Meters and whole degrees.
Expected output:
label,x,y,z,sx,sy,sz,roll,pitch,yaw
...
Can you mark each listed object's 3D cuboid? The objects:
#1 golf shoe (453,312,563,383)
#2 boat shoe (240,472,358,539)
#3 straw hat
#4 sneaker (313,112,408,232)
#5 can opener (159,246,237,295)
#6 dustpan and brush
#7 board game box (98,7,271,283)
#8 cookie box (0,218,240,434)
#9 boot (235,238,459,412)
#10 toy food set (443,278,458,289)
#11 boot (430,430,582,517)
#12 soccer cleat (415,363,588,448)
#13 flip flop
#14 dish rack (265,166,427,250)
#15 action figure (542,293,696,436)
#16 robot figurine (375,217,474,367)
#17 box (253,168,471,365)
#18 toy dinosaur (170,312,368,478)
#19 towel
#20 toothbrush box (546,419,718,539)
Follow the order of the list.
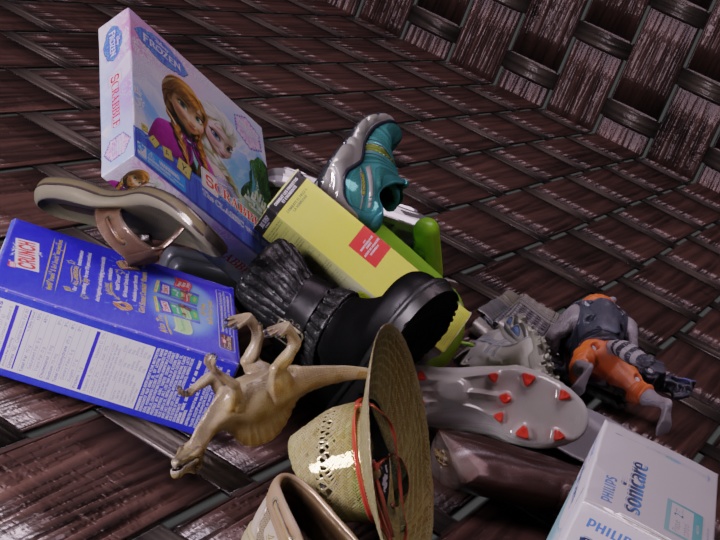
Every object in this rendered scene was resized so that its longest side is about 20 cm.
label,x,y,z,sx,sy,sz,roll,pitch,yaw
golf shoe,0.142,0.103,1.411,0.097,0.079,0.200,-22,7,-1
boat shoe,-0.010,0.209,0.953,0.071,0.065,0.200,4,26,-45
straw hat,-0.008,0.141,1.066,0.084,0.203,0.201,-8,12,14
sneaker,0.007,-0.088,1.387,0.079,0.078,0.200,34,30,-3
can opener,-0.101,0.003,1.450,0.199,0.067,0.053,8,19,-25
dustpan and brush,0.206,0.162,1.394,0.199,0.058,0.140,29,6,-1
board game box,-0.156,-0.110,1.324,0.200,0.041,0.201,40,28,-41
cookie box,-0.204,0.043,1.177,0.199,0.076,0.171,19,16,-13
boot,-0.020,0.026,1.207,0.079,0.211,0.158,-25,71,-41
toy food set,0.004,-0.033,1.679,0.143,0.061,0.200,8,22,-40
boot,0.158,0.192,1.206,0.199,0.065,0.186,21,4,-17
soccer cleat,0.104,0.117,1.300,0.198,0.070,0.078,8,-8,5
flip flop,-0.195,-0.034,1.203,0.199,0.058,0.081,12,-22,27
dish rack,-0.029,-0.038,1.490,0.198,0.172,0.044,17,58,-11
action figure,0.280,0.088,1.522,0.198,0.105,0.194,12,27,-12
robot figurine,0.016,0.028,1.389,0.200,0.116,0.175,42,53,4
box,0.000,0.000,1.286,0.200,0.050,0.075,40,-21,-1
toy dinosaur,-0.070,0.084,1.106,0.199,0.102,0.058,-23,29,-23
towel,0.233,0.081,1.671,0.199,0.035,0.192,26,18,13
toothbrush box,0.140,0.215,0.898,0.085,0.201,0.146,25,17,8
